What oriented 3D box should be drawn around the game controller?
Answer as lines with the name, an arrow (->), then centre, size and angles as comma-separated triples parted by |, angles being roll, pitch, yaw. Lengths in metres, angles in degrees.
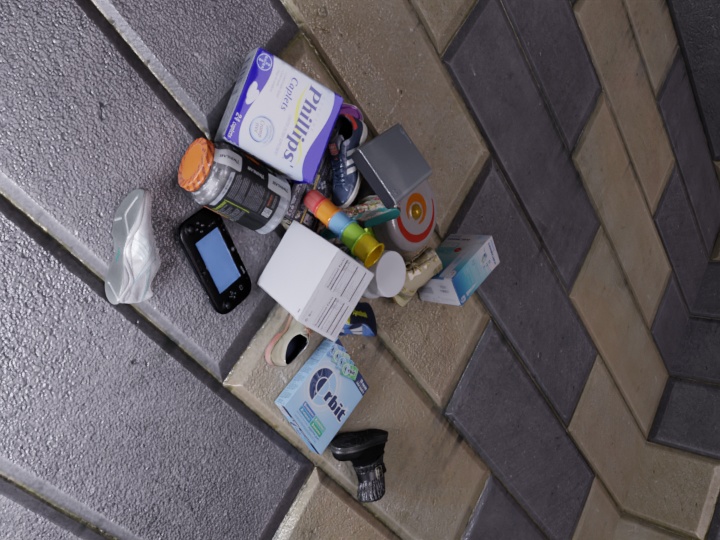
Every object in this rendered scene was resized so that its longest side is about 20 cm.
game controller -> -0.282, -0.019, 1.233 | 0.104, 0.041, 0.204 | -39, 119, -34

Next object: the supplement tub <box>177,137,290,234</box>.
supplement tub -> -0.239, -0.162, 1.205 | 0.198, 0.121, 0.126 | 27, 76, -42

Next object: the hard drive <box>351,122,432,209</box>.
hard drive -> 0.073, -0.233, 1.386 | 0.141, 0.033, 0.200 | 53, 40, -5

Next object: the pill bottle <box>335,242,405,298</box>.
pill bottle -> 0.000, 0.000, 1.392 | 0.111, 0.197, 0.117 | -5, 97, -43

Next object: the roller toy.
roller toy -> 0.092, -0.143, 1.506 | 0.180, 0.138, 0.206 | 22, 79, -42

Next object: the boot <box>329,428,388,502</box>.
boot -> -0.001, 0.472, 1.503 | 0.208, 0.078, 0.163 | 8, 88, -51

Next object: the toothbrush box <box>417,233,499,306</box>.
toothbrush box -> 0.252, -0.006, 1.665 | 0.199, 0.144, 0.087 | -41, 120, -31

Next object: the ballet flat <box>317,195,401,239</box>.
ballet flat -> -0.006, -0.123, 1.383 | 0.194, 0.065, 0.076 | -16, 151, -9

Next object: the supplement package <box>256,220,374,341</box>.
supplement package -> -0.095, 0.016, 1.280 | 0.110, 0.199, 0.158 | 32, 90, -39

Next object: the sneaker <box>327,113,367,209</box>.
sneaker -> -0.043, -0.238, 1.351 | 0.084, 0.073, 0.207 | 23, 70, -50

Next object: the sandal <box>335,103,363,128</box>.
sandal -> -0.061, -0.353, 1.385 | 0.200, 0.050, 0.084 | -19, 74, -49

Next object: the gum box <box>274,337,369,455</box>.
gum box -> -0.083, 0.283, 1.444 | 0.201, 0.044, 0.172 | -50, 125, -27

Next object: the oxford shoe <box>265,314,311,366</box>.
oxford shoe -> -0.123, 0.129, 1.373 | 0.071, 0.073, 0.202 | 49, 62, -34

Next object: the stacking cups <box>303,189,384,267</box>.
stacking cups -> -0.039, -0.090, 1.303 | 0.060, 0.199, 0.061 | -39, 156, -22

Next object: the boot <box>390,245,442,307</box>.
boot -> 0.114, -0.005, 1.520 | 0.154, 0.073, 0.200 | -40, 144, 5

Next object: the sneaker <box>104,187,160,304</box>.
sneaker -> -0.393, -0.042, 1.116 | 0.079, 0.069, 0.207 | 8, 94, -52

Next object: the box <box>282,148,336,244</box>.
box -> -0.091, -0.177, 1.394 | 0.159, 0.048, 0.205 | 29, 74, -39

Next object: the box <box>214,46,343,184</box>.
box -> -0.158, -0.296, 1.237 | 0.196, 0.104, 0.189 | 23, 86, -26

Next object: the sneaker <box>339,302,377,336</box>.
sneaker -> -0.022, 0.115, 1.476 | 0.199, 0.080, 0.076 | 31, 44, -58
